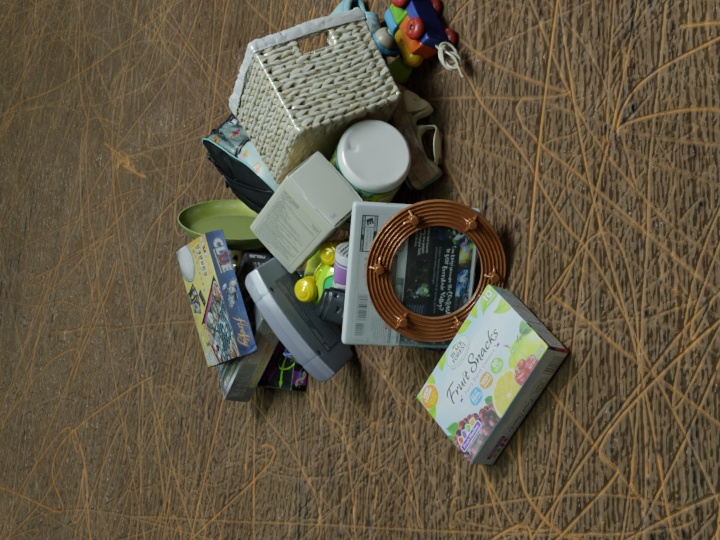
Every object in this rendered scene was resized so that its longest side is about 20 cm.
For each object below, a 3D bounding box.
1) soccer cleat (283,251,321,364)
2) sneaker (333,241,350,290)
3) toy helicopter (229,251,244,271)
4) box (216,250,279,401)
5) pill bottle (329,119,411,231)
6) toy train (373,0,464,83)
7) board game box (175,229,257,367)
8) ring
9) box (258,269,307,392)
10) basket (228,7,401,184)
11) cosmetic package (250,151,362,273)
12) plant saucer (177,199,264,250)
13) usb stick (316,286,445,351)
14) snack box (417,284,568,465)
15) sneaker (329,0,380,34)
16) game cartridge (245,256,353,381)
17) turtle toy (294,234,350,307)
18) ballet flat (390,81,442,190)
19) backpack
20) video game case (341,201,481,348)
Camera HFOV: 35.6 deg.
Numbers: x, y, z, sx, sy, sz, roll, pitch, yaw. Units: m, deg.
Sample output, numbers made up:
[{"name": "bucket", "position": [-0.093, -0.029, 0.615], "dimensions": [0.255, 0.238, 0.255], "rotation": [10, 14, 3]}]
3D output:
[{"name": "soccer cleat", "position": [-0.081, 0.052, 1.810], "dimensions": [0.064, 0.083, 0.203], "rotation": [2, 82, 48]}, {"name": "sneaker", "position": [0.058, 0.014, 1.630], "dimensions": [0.073, 0.198, 0.115], "rotation": [-98, 9, -58]}, {"name": "toy helicopter", "position": [-0.222, -0.041, 1.991], "dimensions": [0.201, 0.078, 0.133], "rotation": [-103, 31, -44]}, {"name": "box", "position": [-0.189, 0.093, 1.868], "dimensions": [0.201, 0.048, 0.159], "rotation": [-63, 33, 36]}, {"name": "pill bottle", "position": [0.000, -0.135, 1.699], "dimensions": [0.200, 0.111, 0.114], "rotation": [125, 142, -66]}, {"name": "toy train", "position": [0.085, -0.331, 1.720], "dimensions": [0.116, 0.084, 0.201], "rotation": [-46, 51, 36]}, {"name": "board game box", "position": [-0.234, 0.048, 1.805], "dimensions": [0.135, 0.034, 0.202], "rotation": [-21, 84, 59]}, {"name": "ring", "position": [0.105, 0.003, 1.546], "dimensions": [0.019, 0.199, 0.202], "rotation": [-119, 50, -73]}, {"name": "box", "position": [-0.138, 0.098, 1.898], "dimensions": [0.142, 0.036, 0.202], "rotation": [0, 80, 48]}, {"name": "basket", "position": [-0.070, -0.258, 1.696], "dimensions": [0.162, 0.197, 0.200], "rotation": [63, 157, 11]}, {"name": "cosmetic package", "position": [-0.084, -0.083, 1.670], "dimensions": [0.105, 0.071, 0.200], "rotation": [48, 151, -1]}, {"name": "plant saucer", "position": [-0.212, -0.075, 1.913], "dimensions": [0.199, 0.198, 0.031], "rotation": [28, 122, 47]}, {"name": "usb stick", "position": [0.036, 0.070, 1.604], "dimensions": [0.033, 0.198, 0.056], "rotation": [-98, 27, -61]}, {"name": "snack box", "position": [0.176, 0.143, 1.529], "dimensions": [0.201, 0.053, 0.142], "rotation": [-60, 44, 19]}, {"name": "sneaker", "position": [0.002, -0.378, 1.828], "dimensions": [0.082, 0.073, 0.201], "rotation": [-50, 49, 31]}, {"name": "game cartridge", "position": [-0.094, 0.074, 1.719], "dimensions": [0.040, 0.133, 0.201], "rotation": [-37, 90, 18]}, {"name": "turtle toy", "position": [0.000, 0.000, 1.707], "dimensions": [0.101, 0.145, 0.201], "rotation": [45, 117, 18]}, {"name": "ballet flat", "position": [0.085, -0.219, 1.717], "dimensions": [0.067, 0.068, 0.202], "rotation": [-22, 69, 21]}, {"name": "backpack", "position": [-0.140, -0.168, 1.856], "dimensions": [0.153, 0.176, 0.200], "rotation": [-39, 49, -10]}, {"name": "video game case", "position": [0.070, 0.008, 1.564], "dimensions": [0.023, 0.180, 0.202], "rotation": [-121, 35, -74]}]
